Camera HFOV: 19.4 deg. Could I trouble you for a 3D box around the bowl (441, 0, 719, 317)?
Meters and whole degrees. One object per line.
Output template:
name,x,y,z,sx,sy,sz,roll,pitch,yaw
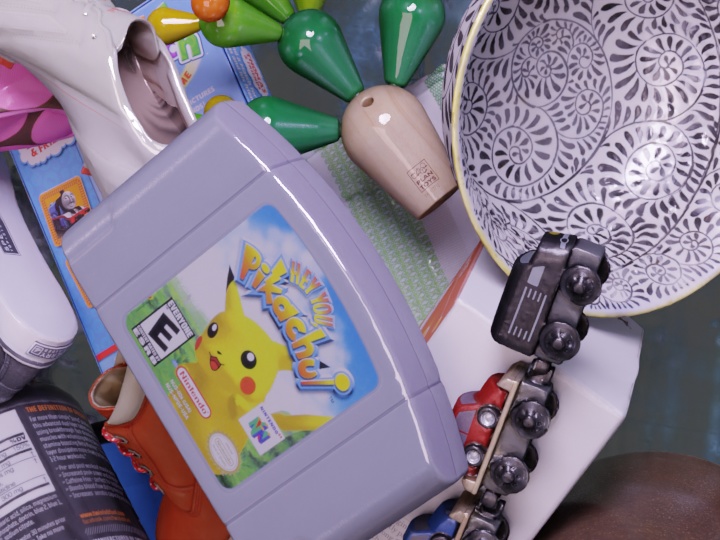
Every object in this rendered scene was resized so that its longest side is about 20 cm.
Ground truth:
bowl,0.109,-0.085,1.029,0.094,0.199,0.203,23,117,60

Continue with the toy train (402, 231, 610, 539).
toy train,0.060,0.074,0.946,0.045,0.034,0.202,22,111,8

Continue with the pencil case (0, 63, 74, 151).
pencil case,-0.207,-0.164,1.128,0.093,0.090,0.202,-16,80,43

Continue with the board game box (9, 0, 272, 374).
board game box,-0.102,-0.036,1.141,0.151,0.037,0.201,-29,80,24

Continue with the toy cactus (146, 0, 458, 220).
toy cactus,-0.007,-0.103,1.059,0.200,0.102,0.165,-38,85,-13

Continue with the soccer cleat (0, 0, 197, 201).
soccer cleat,-0.138,-0.114,1.032,0.200,0.069,0.078,52,130,13

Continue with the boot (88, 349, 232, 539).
boot,-0.093,0.084,1.087,0.106,0.075,0.201,5,133,-17

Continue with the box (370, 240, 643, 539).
box,0.042,0.097,1.042,0.097,0.124,0.201,35,111,-1

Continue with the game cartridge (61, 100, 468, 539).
game cartridge,-0.042,0.032,0.958,0.133,0.040,0.201,-36,82,27

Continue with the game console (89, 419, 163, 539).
game console,-0.097,0.173,1.172,0.198,0.177,0.117,-15,125,22

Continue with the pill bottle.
pill bottle,-0.180,0.135,1.156,0.106,0.106,0.201,-46,56,22

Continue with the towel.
towel,0.000,0.000,1.124,0.199,0.031,0.150,-28,79,22

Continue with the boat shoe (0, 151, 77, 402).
boat shoe,-0.223,-0.017,1.166,0.068,0.071,0.201,-44,62,24

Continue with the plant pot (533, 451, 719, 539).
plant pot,0.133,0.182,1.019,0.185,0.200,0.189,-1,85,13
